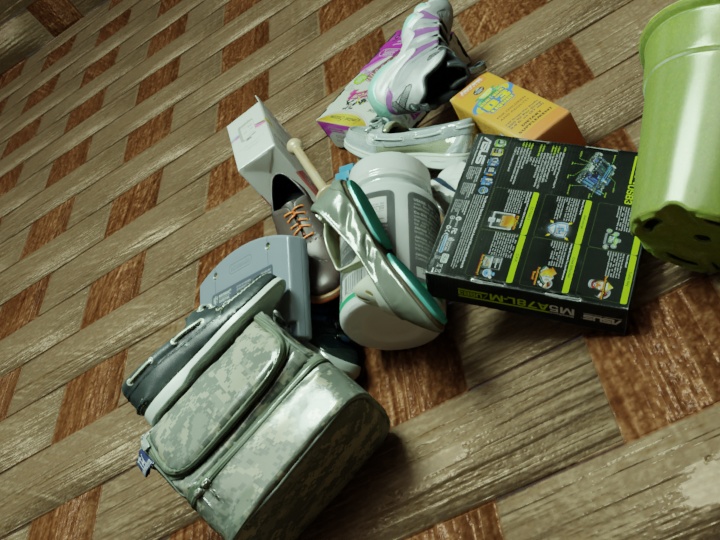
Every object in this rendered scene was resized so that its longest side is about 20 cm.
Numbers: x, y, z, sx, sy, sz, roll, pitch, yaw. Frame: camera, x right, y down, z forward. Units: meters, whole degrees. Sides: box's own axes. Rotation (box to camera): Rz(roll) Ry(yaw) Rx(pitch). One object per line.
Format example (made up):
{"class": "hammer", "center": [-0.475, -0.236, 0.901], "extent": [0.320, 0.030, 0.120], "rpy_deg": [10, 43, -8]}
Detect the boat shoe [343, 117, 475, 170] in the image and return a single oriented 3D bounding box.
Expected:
{"class": "boat shoe", "center": [0.063, -0.171, 1.173], "extent": [0.202, 0.065, 0.074], "rpy_deg": [15, 24, 41]}

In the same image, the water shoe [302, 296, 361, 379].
{"class": "water shoe", "center": [-0.037, 0.046, 1.038], "extent": [0.079, 0.071, 0.200], "rpy_deg": [-57, 30, 14]}

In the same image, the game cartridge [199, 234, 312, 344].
{"class": "game cartridge", "center": [-0.122, 0.037, 1.043], "extent": [0.200, 0.042, 0.133], "rpy_deg": [-25, 59, 48]}

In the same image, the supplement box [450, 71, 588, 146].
{"class": "supplement box", "center": [0.185, -0.175, 1.092], "extent": [0.067, 0.069, 0.200], "rpy_deg": [-39, 31, -2]}

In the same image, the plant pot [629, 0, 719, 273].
{"class": "plant pot", "center": [0.320, -0.103, 0.797], "extent": [0.200, 0.200, 0.190], "rpy_deg": [4, 67, 46]}

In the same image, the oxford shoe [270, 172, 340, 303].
{"class": "oxford shoe", "center": [-0.070, -0.039, 1.055], "extent": [0.071, 0.073, 0.200], "rpy_deg": [-28, 43, -1]}

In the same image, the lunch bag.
{"class": "lunch bag", "center": [-0.099, 0.156, 0.883], "extent": [0.168, 0.139, 0.200], "rpy_deg": [38, 83, 29]}

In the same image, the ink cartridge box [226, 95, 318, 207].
{"class": "ink cartridge box", "center": [-0.133, -0.170, 1.354], "extent": [0.067, 0.116, 0.200], "rpy_deg": [-35, 33, 9]}

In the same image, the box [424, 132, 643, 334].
{"class": "box", "center": [0.183, -0.045, 0.899], "extent": [0.193, 0.048, 0.200], "rpy_deg": [11, 55, 17]}

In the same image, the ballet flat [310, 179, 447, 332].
{"class": "ballet flat", "center": [0.013, -0.004, 0.886], "extent": [0.064, 0.067, 0.200], "rpy_deg": [-39, 59, 12]}

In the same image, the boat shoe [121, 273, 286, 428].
{"class": "boat shoe", "center": [-0.161, 0.069, 0.933], "extent": [0.060, 0.076, 0.200], "rpy_deg": [40, 76, 19]}

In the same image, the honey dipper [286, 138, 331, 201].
{"class": "honey dipper", "center": [-0.056, -0.116, 1.143], "extent": [0.038, 0.038, 0.200], "rpy_deg": [-39, 38, 3]}

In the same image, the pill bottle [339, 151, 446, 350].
{"class": "pill bottle", "center": [0.034, -0.024, 0.995], "extent": [0.113, 0.113, 0.200], "rpy_deg": [-20, 51, 28]}

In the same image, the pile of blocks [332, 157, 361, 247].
{"class": "pile of blocks", "center": [-0.001, -0.091, 1.165], "extent": [0.062, 0.082, 0.200], "rpy_deg": [-14, 41, 35]}

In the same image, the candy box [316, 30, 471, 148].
{"class": "candy box", "center": [0.047, -0.263, 1.332], "extent": [0.200, 0.061, 0.136], "rpy_deg": [-51, 36, -14]}

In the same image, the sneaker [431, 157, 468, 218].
{"class": "sneaker", "center": [0.146, -0.079, 1.021], "extent": [0.080, 0.076, 0.200], "rpy_deg": [-34, 34, -7]}

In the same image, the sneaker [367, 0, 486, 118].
{"class": "sneaker", "center": [0.110, -0.279, 1.194], "extent": [0.140, 0.078, 0.200], "rpy_deg": [10, 65, 42]}
